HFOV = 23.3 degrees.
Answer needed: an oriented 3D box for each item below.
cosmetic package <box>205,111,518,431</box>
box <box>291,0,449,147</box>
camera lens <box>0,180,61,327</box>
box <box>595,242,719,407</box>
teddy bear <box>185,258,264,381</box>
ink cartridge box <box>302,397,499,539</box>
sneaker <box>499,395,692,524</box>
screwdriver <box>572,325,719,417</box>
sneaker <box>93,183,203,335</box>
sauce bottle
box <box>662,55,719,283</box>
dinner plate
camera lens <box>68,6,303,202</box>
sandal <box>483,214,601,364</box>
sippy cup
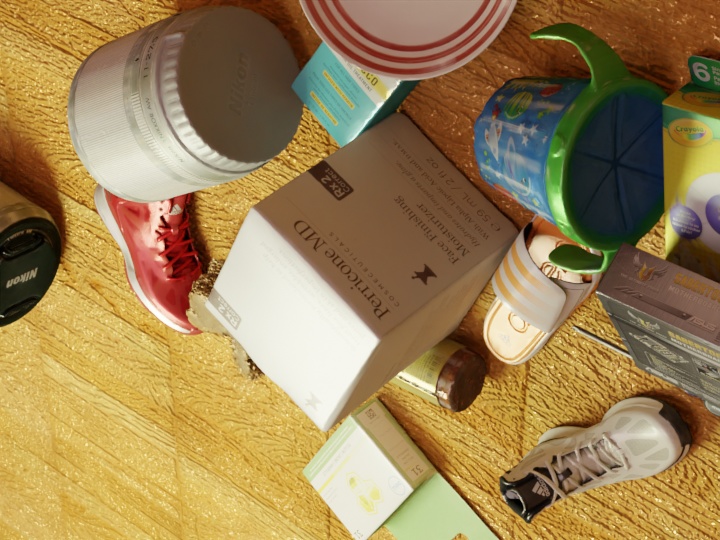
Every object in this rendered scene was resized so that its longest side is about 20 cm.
[{"bbox_3d":[0.000,0.000,1.557,0.165,0.200,0.165,45,142,12],"label":"cosmetic package"},{"bbox_3d":[0.017,-0.192,1.517,0.082,0.049,0.200,50,143,6],"label":"box"},{"bbox_3d":[-0.466,-0.037,2.066,0.199,0.160,0.161,31,137,27],"label":"camera lens"},{"bbox_3d":[0.292,0.066,1.353,0.199,0.049,0.159,26,166,31],"label":"box"},{"bbox_3d":[-0.086,0.064,1.822,0.199,0.067,0.146,22,137,26],"label":"teddy bear"},{"bbox_3d":[0.040,0.248,1.830,0.200,0.048,0.146,50,142,10],"label":"ink cartridge box"},{"bbox_3d":[0.200,0.181,1.548,0.200,0.115,0.076,-28,96,52],"label":"sneaker"},{"bbox_3d":[0.264,0.090,1.486,0.199,0.028,0.029,25,163,36],"label":"screwdriver"},{"bbox_3d":[-0.205,-0.030,1.859,0.201,0.078,0.115,54,144,-1],"label":"sneaker"},{"bbox_3d":[0.029,0.072,1.693,0.199,0.066,0.066,27,135,32],"label":"sauce bottle"},{"bbox_3d":[0.290,-0.060,1.326,0.117,0.048,0.201,20,129,37],"label":"box"},{"bbox_3d":[0.039,-0.255,1.408,0.198,0.024,0.202,3,99,20],"label":"dinner plate"},{"bbox_3d":[-0.168,-0.155,1.642,0.199,0.160,0.161,-11,110,50],"label":"camera lens"},{"bbox_3d":[0.148,0.029,1.535,0.079,0.059,0.207,42,141,16],"label":"sandal"},{"bbox_3d":[0.163,-0.096,1.377,0.130,0.139,0.179,23,93,48],"label":"sippy cup"}]
